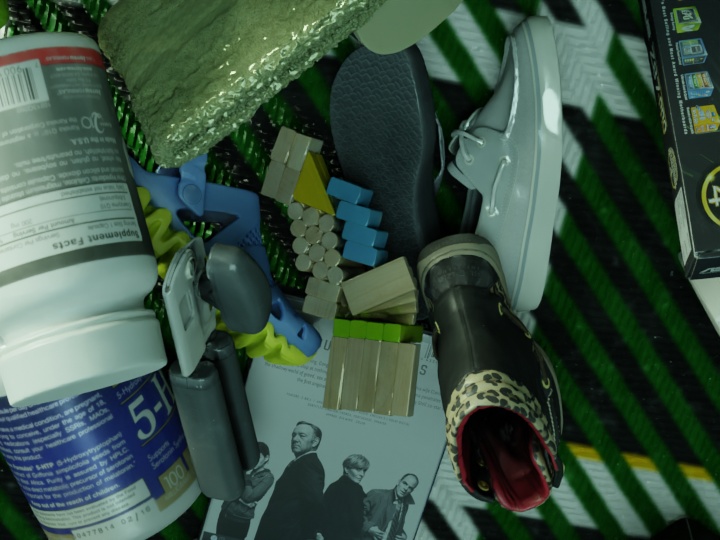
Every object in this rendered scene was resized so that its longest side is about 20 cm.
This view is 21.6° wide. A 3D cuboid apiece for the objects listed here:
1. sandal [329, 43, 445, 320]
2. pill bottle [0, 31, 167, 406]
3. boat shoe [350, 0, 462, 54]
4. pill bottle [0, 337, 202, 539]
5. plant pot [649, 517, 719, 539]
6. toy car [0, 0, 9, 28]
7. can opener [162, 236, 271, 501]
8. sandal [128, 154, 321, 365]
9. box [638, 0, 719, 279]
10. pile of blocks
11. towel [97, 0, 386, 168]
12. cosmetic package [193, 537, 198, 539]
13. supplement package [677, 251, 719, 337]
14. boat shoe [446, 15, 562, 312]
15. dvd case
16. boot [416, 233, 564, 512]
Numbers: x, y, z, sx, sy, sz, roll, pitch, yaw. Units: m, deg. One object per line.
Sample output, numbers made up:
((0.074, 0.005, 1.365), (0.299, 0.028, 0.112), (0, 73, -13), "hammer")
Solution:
((0.025, -0.064, 1.227), (0.076, 0.043, 0.201), (18, 129, 33), "sandal")
((-0.184, -0.029, 1.112), (0.113, 0.114, 0.201), (-16, 84, 4), "pill bottle")
((0.069, -0.207, 1.160), (0.201, 0.063, 0.074), (-32, 128, -7), "boat shoe")
((-0.191, 0.074, 1.233), (0.119, 0.120, 0.201), (-22, 111, 6), "pill bottle")
((0.230, 0.296, 1.312), (0.199, 0.200, 0.178), (-38, 98, 12), "plant pot")
((-0.189, -0.223, 1.110), (0.199, 0.158, 0.165), (-16, 86, -19), "toy car")
((-0.082, 0.065, 1.176), (0.066, 0.053, 0.201), (8, 133, 20), "can opener")
((-0.091, -0.020, 1.218), (0.200, 0.079, 0.087), (47, 68, -17), "sandal")
((0.265, -0.102, 1.163), (0.160, 0.049, 0.201), (-5, 70, -1), "box")
((0.000, 0.000, 1.214), (0.082, 0.062, 0.201), (-20, 82, 18), "pile of blocks")
((-0.066, -0.162, 1.140), (0.200, 0.149, 0.036), (-38, 139, 12), "towel")
((-0.099, 0.301, 1.354), (0.101, 0.074, 0.201), (14, 109, -8), "cosmetic package")
((0.316, 0.058, 1.251), (0.121, 0.120, 0.201), (-31, 110, 9), "supplement package")
((0.090, -0.068, 1.223), (0.068, 0.072, 0.201), (0, 121, -6), "boat shoe")
((-0.017, 0.119, 1.311), (0.149, 0.025, 0.201), (15, 109, -8), "dvd case")
((0.092, 0.092, 1.200), (0.073, 0.151, 0.201), (-16, 130, 6), "boot")
